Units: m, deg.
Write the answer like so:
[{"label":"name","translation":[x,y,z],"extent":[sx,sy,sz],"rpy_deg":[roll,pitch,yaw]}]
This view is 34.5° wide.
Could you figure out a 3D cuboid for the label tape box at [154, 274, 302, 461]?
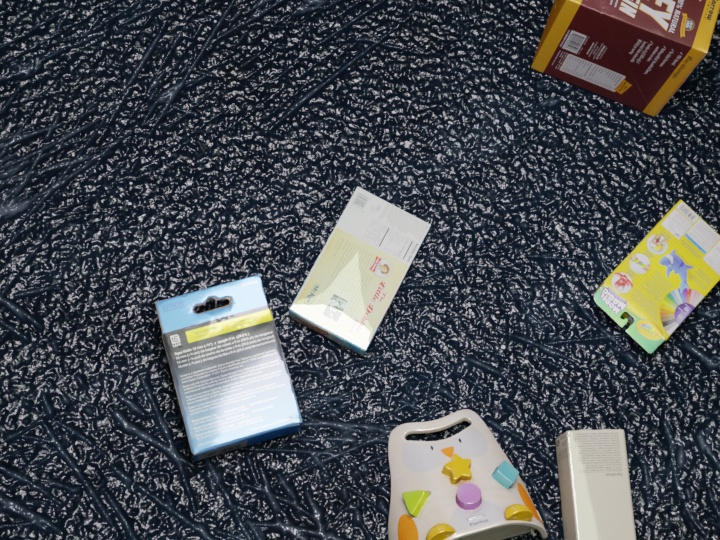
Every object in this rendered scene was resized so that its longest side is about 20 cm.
[{"label":"label tape box","translation":[-0.169,0.124,1.479],"extent":[0.143,0.063,0.202],"rpy_deg":[-14,74,-10]}]

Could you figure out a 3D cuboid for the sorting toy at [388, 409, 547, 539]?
[{"label":"sorting toy","translation":[0.118,0.264,1.461],"extent":[0.198,0.107,0.181],"rpy_deg":[-13,55,-10]}]

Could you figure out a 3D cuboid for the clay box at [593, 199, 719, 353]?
[{"label":"clay box","translation":[0.413,0.013,1.586],"extent":[0.115,0.048,0.200],"rpy_deg":[44,74,8]}]

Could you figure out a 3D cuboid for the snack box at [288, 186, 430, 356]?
[{"label":"snack box","translation":[0.000,0.000,1.551],"extent":[0.115,0.037,0.201],"rpy_deg":[28,71,4]}]

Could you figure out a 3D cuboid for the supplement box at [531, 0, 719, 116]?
[{"label":"supplement box","translation":[0.372,-0.347,1.619],"extent":[0.198,0.197,0.134],"rpy_deg":[21,71,0]}]

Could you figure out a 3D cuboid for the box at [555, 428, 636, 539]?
[{"label":"box","translation":[0.299,0.306,1.468],"extent":[0.081,0.068,0.202],"rpy_deg":[1,72,-5]}]
